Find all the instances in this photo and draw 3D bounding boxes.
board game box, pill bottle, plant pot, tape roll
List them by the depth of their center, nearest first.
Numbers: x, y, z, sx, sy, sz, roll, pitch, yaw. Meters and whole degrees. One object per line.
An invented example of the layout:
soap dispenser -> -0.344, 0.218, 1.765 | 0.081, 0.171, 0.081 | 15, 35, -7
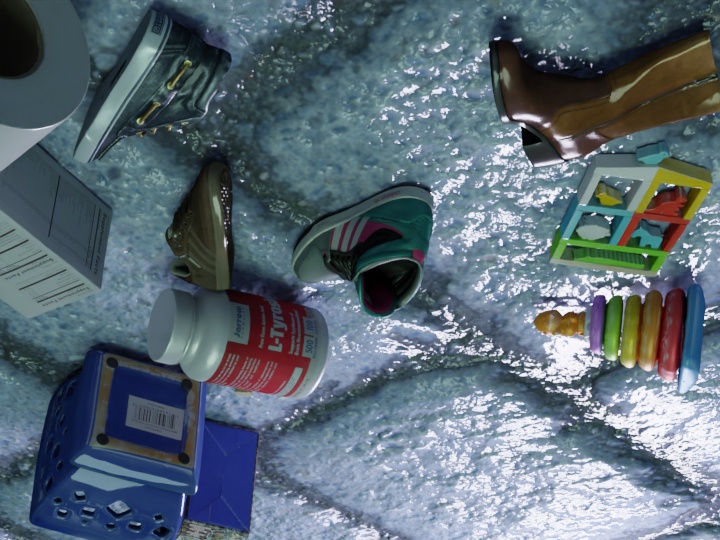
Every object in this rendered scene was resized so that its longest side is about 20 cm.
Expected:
tape roll -> -0.351, -0.180, 1.044 | 0.138, 0.205, 0.202 | -29, 134, 35
pill bottle -> -0.145, 0.082, 1.446 | 0.198, 0.114, 0.112 | 13, 144, -30
plant pot -> -0.307, 0.231, 1.615 | 0.198, 0.202, 0.180 | 18, 135, -21
board game box -> -0.228, 0.337, 1.781 | 0.096, 0.161, 0.201 | 15, 142, -17

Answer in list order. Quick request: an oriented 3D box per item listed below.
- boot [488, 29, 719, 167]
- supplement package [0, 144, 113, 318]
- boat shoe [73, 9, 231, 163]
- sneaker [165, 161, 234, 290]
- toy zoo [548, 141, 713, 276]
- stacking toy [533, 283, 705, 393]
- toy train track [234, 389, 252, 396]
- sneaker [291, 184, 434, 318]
boot -> 0.229, -0.175, 1.137 | 0.197, 0.069, 0.189 | -16, 140, 21
supplement package -> -0.369, -0.057, 1.287 | 0.108, 0.115, 0.200 | -18, 139, 24
boat shoe -> -0.204, -0.156, 1.178 | 0.090, 0.072, 0.200 | 25, 136, -22
sneaker -> -0.178, -0.042, 1.336 | 0.074, 0.071, 0.201 | 4, 143, -1
toy zoo -> 0.293, -0.065, 1.322 | 0.129, 0.021, 0.201 | 7, 144, -7
stacking toy -> 0.304, 0.069, 1.454 | 0.197, 0.111, 0.116 | 6, 157, 15
toy train track -> -0.154, 0.116, 1.583 | 0.113, 0.033, 0.201 | 3, 145, -1
sneaker -> 0.000, 0.000, 1.340 | 0.199, 0.122, 0.083 | -28, 135, 35
